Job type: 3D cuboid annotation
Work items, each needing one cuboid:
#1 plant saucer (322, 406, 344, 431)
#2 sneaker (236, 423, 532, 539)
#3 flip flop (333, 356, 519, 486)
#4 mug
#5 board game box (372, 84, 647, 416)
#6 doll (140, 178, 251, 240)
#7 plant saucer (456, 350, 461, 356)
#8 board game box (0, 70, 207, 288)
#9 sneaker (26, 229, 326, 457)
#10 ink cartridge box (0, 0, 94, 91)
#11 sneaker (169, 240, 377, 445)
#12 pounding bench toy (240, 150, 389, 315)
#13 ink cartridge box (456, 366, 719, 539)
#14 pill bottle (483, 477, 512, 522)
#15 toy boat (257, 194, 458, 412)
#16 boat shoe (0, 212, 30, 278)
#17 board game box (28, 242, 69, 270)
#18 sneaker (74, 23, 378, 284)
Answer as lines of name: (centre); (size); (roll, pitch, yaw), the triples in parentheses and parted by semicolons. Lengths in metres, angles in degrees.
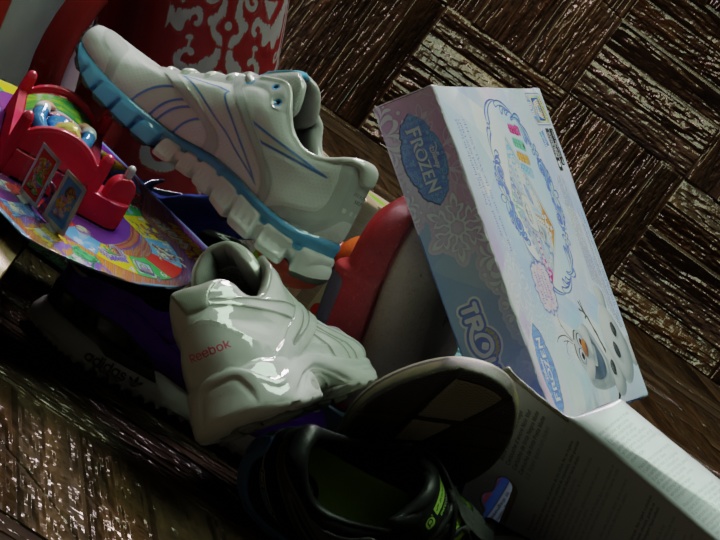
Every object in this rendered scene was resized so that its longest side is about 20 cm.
plant saucer: (-0.068, 0.042, 1.744); (0.200, 0.036, 0.200); (45, 6, -6)
sneaker: (0.031, 0.140, 1.451); (0.199, 0.071, 0.083); (30, -27, -14)
flip flop: (0.026, 0.087, 1.498); (0.081, 0.058, 0.200); (22, -30, -7)
mug: (-0.111, -0.137, 1.704); (0.133, 0.200, 0.178); (16, 9, 10)
board game box: (0.090, -0.007, 1.600); (0.199, 0.043, 0.200); (-7, 76, -70)
doll: (-0.129, -0.030, 1.607); (0.199, 0.049, 0.136); (-2, -13, 12)
plant saucer: (0.066, 0.074, 1.790); (0.200, 0.027, 0.200); (22, 18, -8)
board game box: (-0.155, -0.066, 1.475); (0.200, 0.039, 0.158); (45, 21, 29)
sneaker: (-0.080, 0.034, 1.558); (0.200, 0.100, 0.070); (30, 10, -35)
ink cartridge box: (-0.206, -0.144, 1.689); (0.057, 0.163, 0.200); (23, 8, 3)
sneaker: (-0.048, 0.030, 1.464); (0.200, 0.078, 0.100); (-5, 74, -80)
pounding bench toy: (-0.022, -0.012, 2.018); (0.156, 0.124, 0.200); (31, 9, -38)
ink cartridge box: (0.138, 0.164, 1.502); (0.200, 0.200, 0.041); (39, 51, 18)
pill bottle: (0.116, 0.161, 1.641); (0.200, 0.112, 0.112); (35, 8, -17)
toy boat: (0.000, 0.000, 1.664); (0.130, 0.131, 0.200); (24, 16, 12)
boat shoe: (-0.208, -0.023, 1.450); (0.070, 0.070, 0.200); (37, 7, -4)
board game box: (-0.206, -0.038, 1.741); (0.200, 0.023, 0.105); (36, 10, -4)
sneaker: (-0.068, -0.082, 1.509); (0.200, 0.087, 0.075); (40, 8, 20)
